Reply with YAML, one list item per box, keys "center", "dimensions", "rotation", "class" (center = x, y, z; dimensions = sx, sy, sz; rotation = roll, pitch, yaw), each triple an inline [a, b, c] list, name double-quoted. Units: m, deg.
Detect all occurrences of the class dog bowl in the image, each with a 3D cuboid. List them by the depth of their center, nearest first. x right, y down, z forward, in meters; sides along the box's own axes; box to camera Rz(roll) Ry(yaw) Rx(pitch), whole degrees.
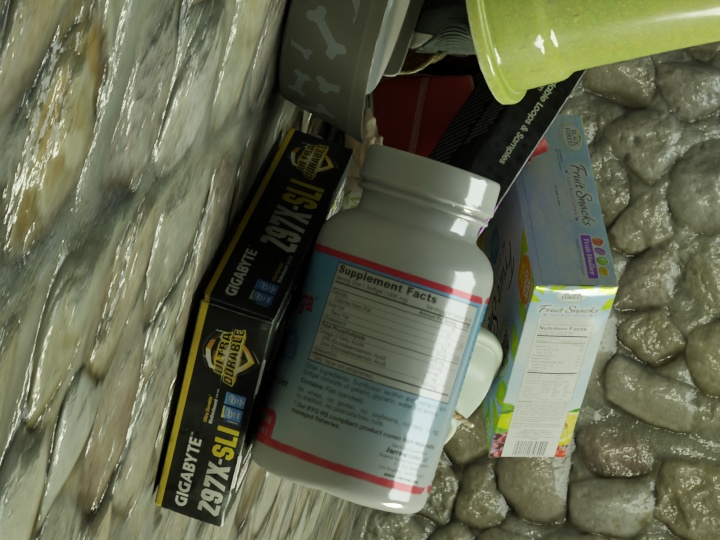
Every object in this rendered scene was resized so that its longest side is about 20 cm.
- center: [0.005, -0.178, 1.522]
  dimensions: [0.200, 0.058, 0.201]
  rotation: [17, 90, -85]
  class: "dog bowl"

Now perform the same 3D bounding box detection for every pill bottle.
- center: [0.014, 0.033, 1.507]
  dimensions: [0.109, 0.108, 0.201]
  rotation: [23, 85, -85]
  class: "pill bottle"

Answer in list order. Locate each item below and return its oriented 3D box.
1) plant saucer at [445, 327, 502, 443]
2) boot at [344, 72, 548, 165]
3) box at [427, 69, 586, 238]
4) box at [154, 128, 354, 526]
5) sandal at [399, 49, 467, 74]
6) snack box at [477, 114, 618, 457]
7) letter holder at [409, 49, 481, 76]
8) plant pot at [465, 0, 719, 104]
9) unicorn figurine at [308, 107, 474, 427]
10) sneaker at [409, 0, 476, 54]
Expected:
- center: [0.012, 0.103, 1.820]
  dimensions: [0.200, 0.199, 0.050]
  rotation: [98, -24, -64]
  class: "plant saucer"
- center: [0.060, -0.047, 1.796]
  dimensions: [0.072, 0.143, 0.201]
  rotation: [79, 11, -72]
  class: "boot"
- center: [0.092, -0.096, 1.709]
  dimensions: [0.200, 0.036, 0.143]
  rotation: [-58, -169, -13]
  class: "box"
- center: [-0.063, 0.031, 1.559]
  dimensions: [0.200, 0.049, 0.160]
  rotation: [-66, 175, -54]
  class: "box"
- center: [0.030, -0.173, 1.785]
  dimensions: [0.212, 0.077, 0.070]
  rotation: [69, 44, -69]
  class: "sandal"
- center: [0.128, 0.012, 1.885]
  dimensions: [0.200, 0.067, 0.169]
  rotation: [99, -13, -50]
  class: "snack box"
- center: [0.070, -0.087, 1.988]
  dimensions: [0.200, 0.141, 0.101]
  rotation: [99, -3, -62]
  class: "letter holder"
- center: [0.170, -0.205, 1.548]
  dimensions: [0.200, 0.183, 0.202]
  rotation: [-2, 90, -75]
  class: "plant pot"
- center: [0.000, 0.000, 1.665]
  dimensions: [0.137, 0.074, 0.201]
  rotation: [-133, -152, -53]
  class: "unicorn figurine"
- center: [0.074, -0.193, 1.678]
  dimensions: [0.200, 0.074, 0.085]
  rotation: [-60, 152, -69]
  class: "sneaker"
